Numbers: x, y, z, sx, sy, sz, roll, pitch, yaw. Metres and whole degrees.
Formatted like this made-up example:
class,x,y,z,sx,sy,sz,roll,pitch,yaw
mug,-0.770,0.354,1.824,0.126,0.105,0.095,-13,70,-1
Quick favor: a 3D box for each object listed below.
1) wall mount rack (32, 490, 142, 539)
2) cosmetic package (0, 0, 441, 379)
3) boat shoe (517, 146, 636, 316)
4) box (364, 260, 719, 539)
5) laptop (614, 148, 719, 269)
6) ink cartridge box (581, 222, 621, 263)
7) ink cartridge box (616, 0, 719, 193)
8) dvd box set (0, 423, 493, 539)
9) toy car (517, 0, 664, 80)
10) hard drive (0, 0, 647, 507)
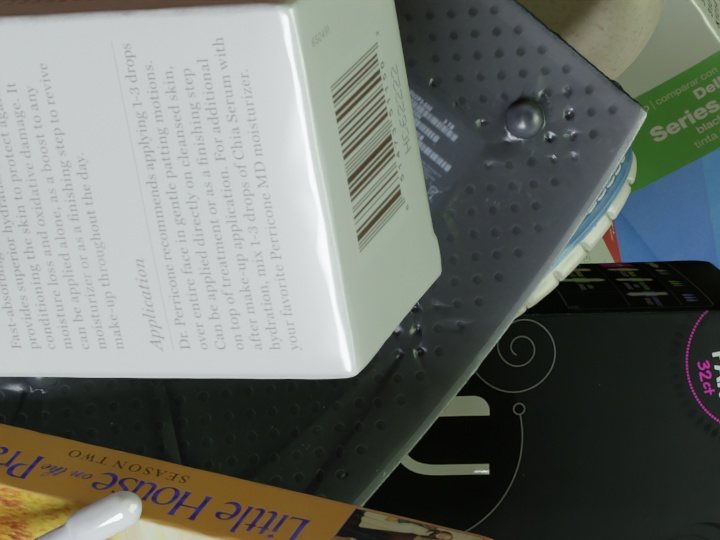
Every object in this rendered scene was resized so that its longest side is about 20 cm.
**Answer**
class,x,y,z,sx,sy,sz,roll,pitch,yaw
wall mount rack,-0.147,0.115,0.713,0.174,0.074,0.200,-65,155,1
cosmetic package,-0.088,-0.030,0.744,0.071,0.199,0.102,-49,134,-58
boat shoe,0.000,0.000,0.893,0.200,0.072,0.073,-37,103,-17
box,0.042,0.077,1.009,0.124,0.199,0.149,-117,-153,-81
laptop,0.137,0.012,1.412,0.200,0.103,0.178,-56,140,-53
ink cartridge box,0.046,-0.006,1.185,0.200,0.083,0.147,31,48,-64
ink cartridge box,0.090,-0.156,1.216,0.200,0.084,0.146,52,21,-33
dvd box set,-0.052,0.120,0.805,0.029,0.199,0.147,-49,143,-48
toy car,0.033,-0.159,0.981,0.177,0.184,0.200,39,27,-13
hard drive,-0.023,-0.007,0.838,0.200,0.135,0.042,-51,-177,-5
